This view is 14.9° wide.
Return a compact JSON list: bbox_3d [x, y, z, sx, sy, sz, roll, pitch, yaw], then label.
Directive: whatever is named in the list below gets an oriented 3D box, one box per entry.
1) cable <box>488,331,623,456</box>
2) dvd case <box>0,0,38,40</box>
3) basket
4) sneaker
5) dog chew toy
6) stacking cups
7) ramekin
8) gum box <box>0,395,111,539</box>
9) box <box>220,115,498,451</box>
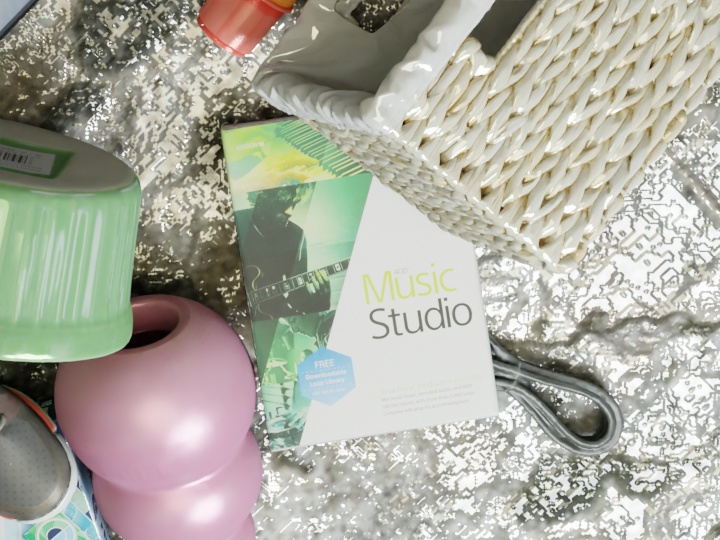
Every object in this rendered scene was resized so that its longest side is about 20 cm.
[{"bbox_3d":[0.076,0.058,1.743,0.199,0.050,0.098,12,94,-22],"label":"cable"},{"bbox_3d":[-0.225,-0.229,1.536,0.017,0.143,0.201,-7,114,17],"label":"dvd case"},{"bbox_3d":[0.077,-0.125,1.554,0.161,0.200,0.199,41,83,-23],"label":"basket"},{"bbox_3d":[-0.257,0.081,1.661,0.200,0.082,0.077,41,88,0],"label":"sneaker"},{"bbox_3d":[-0.116,0.117,1.700,0.124,0.125,0.201,-12,120,0],"label":"dog chew toy"},{"bbox_3d":[-0.024,-0.212,1.603,0.060,0.061,0.200,37,105,-17],"label":"stacking cups"},{"bbox_3d":[-0.221,-0.025,1.593,0.199,0.200,0.098,11,103,-9],"label":"ramekin"},{"bbox_3d":[-0.260,0.187,1.752,0.199,0.045,0.171,-16,112,1],"label":"gum box"},{"bbox_3d":[0.000,0.000,1.674,0.143,0.036,0.201,-9,93,-1],"label":"box"}]
